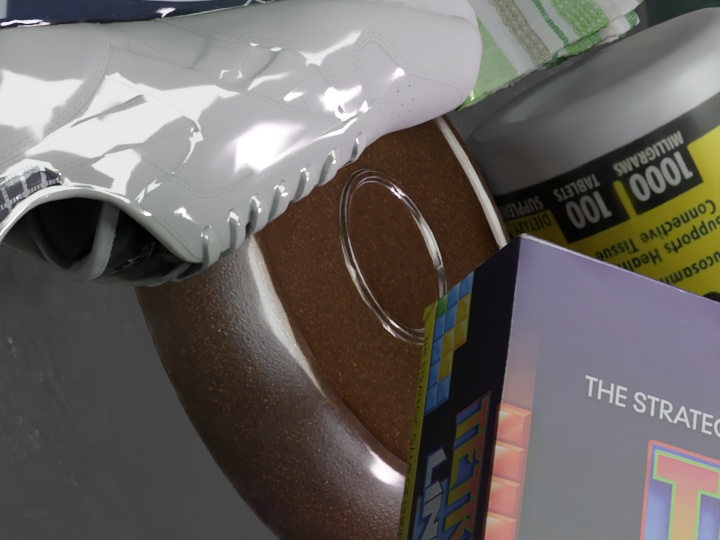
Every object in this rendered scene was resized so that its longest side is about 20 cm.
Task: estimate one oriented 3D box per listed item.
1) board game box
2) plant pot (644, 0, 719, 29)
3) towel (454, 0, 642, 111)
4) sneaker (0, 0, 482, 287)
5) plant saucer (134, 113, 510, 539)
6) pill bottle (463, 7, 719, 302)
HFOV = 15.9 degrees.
[{"bbox_3d":[0.105,0.101,0.627,0.200,0.057,0.166,18,62,-19],"label":"board game box"},{"bbox_3d":[0.203,-0.125,1.058,0.200,0.200,0.188,48,47,-31],"label":"plant pot"},{"bbox_3d":[0.022,-0.128,0.886,0.149,0.031,0.200,55,27,2],"label":"towel"},{"bbox_3d":[-0.044,-0.036,0.668,0.200,0.076,0.081,-9,74,-40],"label":"sneaker"},{"bbox_3d":[0.000,0.000,0.781,0.200,0.032,0.201,37,41,-41],"label":"plant saucer"},{"bbox_3d":[0.125,0.020,0.891,0.200,0.112,0.112,62,29,-9],"label":"pill bottle"}]
